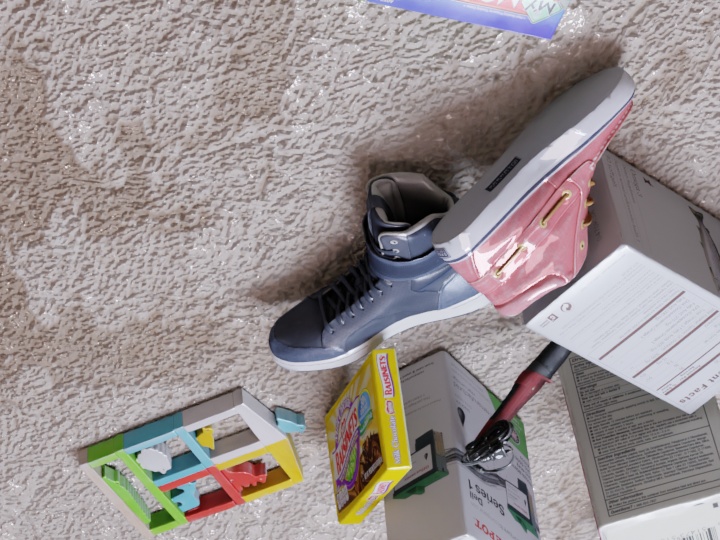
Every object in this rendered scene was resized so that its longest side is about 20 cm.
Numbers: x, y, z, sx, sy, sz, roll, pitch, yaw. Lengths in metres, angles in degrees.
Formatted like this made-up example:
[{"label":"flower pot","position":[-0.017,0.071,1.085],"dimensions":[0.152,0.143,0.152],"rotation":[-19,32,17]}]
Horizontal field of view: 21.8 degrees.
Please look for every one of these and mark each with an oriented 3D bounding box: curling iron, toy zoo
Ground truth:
[{"label":"curling iron","position":[0.154,0.095,1.593],"dimensions":[0.200,0.049,0.026],"rotation":[-50,124,-19]},{"label":"toy zoo","position":[-0.140,0.174,1.713],"dimensions":[0.199,0.021,0.131],"rotation":[-21,135,12]}]

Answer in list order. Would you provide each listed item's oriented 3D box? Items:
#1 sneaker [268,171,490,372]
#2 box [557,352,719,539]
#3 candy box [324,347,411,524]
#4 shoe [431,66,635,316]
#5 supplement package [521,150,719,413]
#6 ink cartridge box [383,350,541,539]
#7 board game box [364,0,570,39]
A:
[{"label":"sneaker","position":[0.000,-0.002,1.508],"dimensions":[0.201,0.077,0.146],"rotation":[-23,142,6]},{"label":"box","position":[0.256,0.157,1.630],"dimensions":[0.127,0.201,0.109],"rotation":[-16,136,8]},{"label":"candy box","position":[0.005,0.145,1.597],"dimensions":[0.026,0.103,0.200],"rotation":[-1,160,-13]},{"label":"shoe","position":[0.152,-0.059,1.439],"dimensions":[0.200,0.071,0.091],"rotation":[-45,111,0]},{"label":"supplement package","position":[0.233,0.010,1.536],"dimensions":[0.199,0.117,0.117],"rotation":[27,126,-32]},{"label":"ink cartridge box","position":[0.088,0.197,1.644],"dimensions":[0.084,0.201,0.146],"rotation":[-28,134,23]},{"label":"board game box","position":[0.068,-0.240,1.317],"dimensions":[0.198,0.029,0.135],"rotation":[9,133,-18]}]
